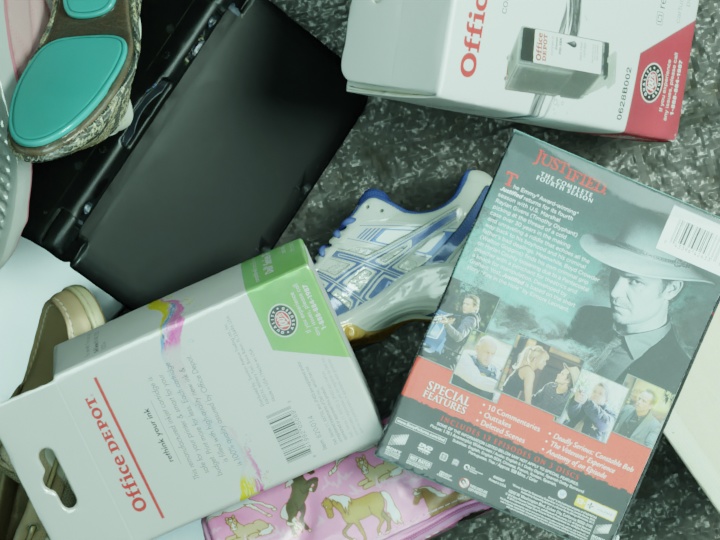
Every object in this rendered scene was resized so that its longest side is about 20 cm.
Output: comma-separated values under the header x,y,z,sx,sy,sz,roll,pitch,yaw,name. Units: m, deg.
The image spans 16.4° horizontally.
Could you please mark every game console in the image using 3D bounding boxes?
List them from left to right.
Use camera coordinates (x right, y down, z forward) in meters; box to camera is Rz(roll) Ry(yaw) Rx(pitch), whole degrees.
x,y,z,sx,sy,sz,roll,pitch,yaw,name
-0.129,-0.086,1.513,0.176,0.116,0.200,28,80,29,game console

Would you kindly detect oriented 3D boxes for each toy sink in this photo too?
x,y,z,sx,sy,sz,roll,pitch,yaw,name
0.204,0.035,1.466,0.112,0.130,0.200,-35,89,4,toy sink

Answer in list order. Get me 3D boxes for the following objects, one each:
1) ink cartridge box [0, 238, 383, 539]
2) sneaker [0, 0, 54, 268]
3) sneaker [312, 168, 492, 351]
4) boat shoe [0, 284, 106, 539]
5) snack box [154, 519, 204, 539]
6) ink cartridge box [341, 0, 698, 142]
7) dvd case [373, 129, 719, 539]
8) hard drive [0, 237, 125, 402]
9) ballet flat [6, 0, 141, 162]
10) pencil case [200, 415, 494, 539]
x,y,z,sx,sy,sz,roll,pitch,yaw,name
-0.101,0.077,1.433,0.200,0.067,0.117,-23,107,1,ink cartridge box
-0.210,-0.098,1.450,0.075,0.105,0.200,1,98,20,sneaker
0.000,0.000,1.509,0.200,0.075,0.088,-18,84,-6,sneaker
-0.190,0.106,1.493,0.064,0.071,0.200,-2,108,-30,boat shoe
-0.060,0.192,1.523,0.200,0.053,0.142,3,90,2,snack box
0.098,-0.158,1.429,0.200,0.083,0.147,6,94,-42,ink cartridge box
0.112,0.040,1.396,0.146,0.022,0.200,23,95,2,dvd case
-0.217,0.005,1.537,0.132,0.026,0.200,42,94,1,hard drive
-0.150,-0.124,1.425,0.068,0.075,0.200,-3,54,15,ballet flat
0.009,0.134,1.453,0.200,0.083,0.087,-27,83,-2,pencil case
